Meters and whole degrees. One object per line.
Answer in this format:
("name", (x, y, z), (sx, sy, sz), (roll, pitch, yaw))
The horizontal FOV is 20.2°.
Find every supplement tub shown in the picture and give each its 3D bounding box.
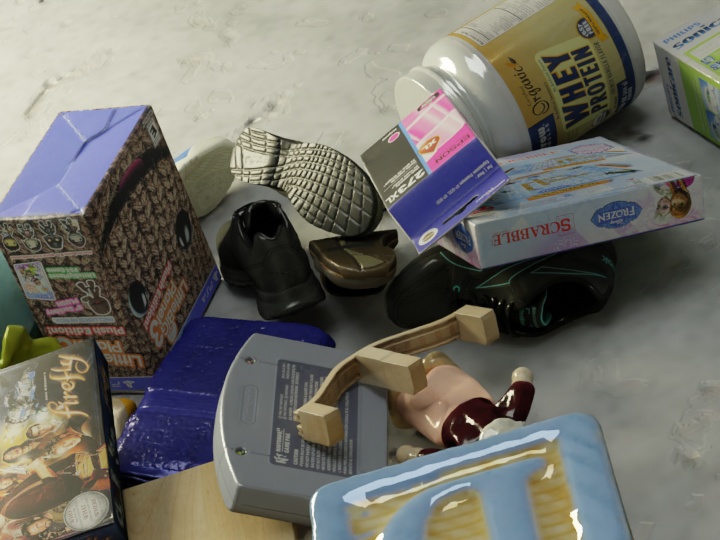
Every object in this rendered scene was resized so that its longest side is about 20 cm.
("supplement tub", (0.145, -0.171, 1.846), (0.200, 0.145, 0.144), (-33, 37, -16))

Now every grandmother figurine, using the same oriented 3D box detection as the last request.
("grandmother figurine", (0.086, 0.117, 1.531), (0.121, 0.061, 0.200), (-45, 23, -1))

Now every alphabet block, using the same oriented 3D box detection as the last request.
("alphabet block", (0.092, 0.241, 1.264), (0.195, 0.201, 0.196), (-15, 40, 7))

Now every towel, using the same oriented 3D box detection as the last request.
("towel", (-0.114, 0.121, 1.681), (0.147, 0.050, 0.200), (5, 41, 21))

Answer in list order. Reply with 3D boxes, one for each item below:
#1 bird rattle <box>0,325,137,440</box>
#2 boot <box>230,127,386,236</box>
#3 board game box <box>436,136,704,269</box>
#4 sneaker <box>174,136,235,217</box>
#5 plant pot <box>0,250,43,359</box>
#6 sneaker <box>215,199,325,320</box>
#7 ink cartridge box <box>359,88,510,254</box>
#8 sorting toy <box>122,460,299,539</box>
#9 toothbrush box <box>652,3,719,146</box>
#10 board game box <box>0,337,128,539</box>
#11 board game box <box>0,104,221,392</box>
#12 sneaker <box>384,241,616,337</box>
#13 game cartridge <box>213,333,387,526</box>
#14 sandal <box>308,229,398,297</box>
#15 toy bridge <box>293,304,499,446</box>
("bird rattle", (-0.274, 0.147, 1.684), (0.162, 0.113, 0.201), (9, 45, 12))
("boot", (-0.014, -0.077, 1.826), (0.200, 0.130, 0.068), (29, 102, 45))
("board game box", (0.154, -0.060, 1.689), (0.199, 0.041, 0.199), (-12, 16, -14))
("sneaker", (-0.218, -0.074, 1.960), (0.111, 0.077, 0.200), (28, 64, 36))
("plant pot", (-0.345, 0.035, 1.810), (0.134, 0.201, 0.200), (23, 47, 8))
("sneaker", (-0.086, -0.026, 1.803), (0.076, 0.091, 0.200), (-22, 21, -15))
("ink cartridge box", (0.058, -0.085, 1.668), (0.095, 0.037, 0.200), (-39, 23, 6))
("sorting toy", (-0.133, 0.243, 1.503), (0.198, 0.070, 0.200), (-18, 35, 4))
("toothbrush box", (0.376, -0.167, 1.775), (0.145, 0.086, 0.200), (-29, 34, -12))
("board game box", (-0.257, 0.152, 1.573), (0.135, 0.035, 0.201), (-19, 43, 3))
("board game box", (-0.221, -0.018, 1.780), (0.096, 0.201, 0.160), (-2, 40, 23))
("sneaker", (0.115, 0.017, 1.673), (0.199, 0.076, 0.079), (-14, 38, 11))
("game cartridge", (-0.045, 0.123, 1.544), (0.132, 0.041, 0.200), (15, 31, -8))
("sandal", (0.000, 0.000, 1.742), (0.081, 0.055, 0.200), (-6, 11, -5))
("toy bridge", (0.022, 0.076, 1.563), (0.067, 0.027, 0.200), (9, 30, 46))
